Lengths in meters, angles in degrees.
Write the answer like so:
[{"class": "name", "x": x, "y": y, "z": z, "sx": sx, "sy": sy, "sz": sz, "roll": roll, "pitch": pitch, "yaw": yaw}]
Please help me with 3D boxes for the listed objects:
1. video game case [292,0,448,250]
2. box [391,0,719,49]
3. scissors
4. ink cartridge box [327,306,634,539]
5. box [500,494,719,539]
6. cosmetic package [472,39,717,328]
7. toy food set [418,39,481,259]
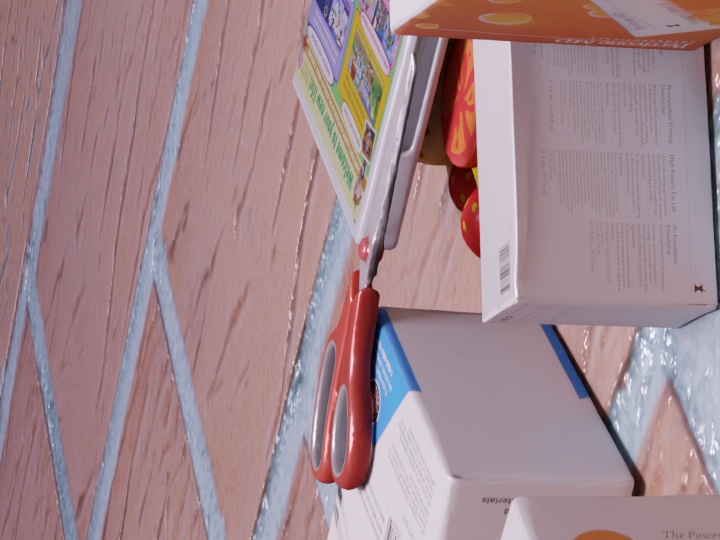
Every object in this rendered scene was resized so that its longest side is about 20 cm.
[{"class": "video game case", "x": 0.011, "y": -0.131, "z": 1.364, "sx": 0.200, "sy": 0.022, "sz": 0.182, "roll": -112, "pitch": 33, "yaw": -63}, {"class": "box", "x": 0.095, "y": -0.144, "z": 1.024, "sx": 0.200, "sy": 0.124, "sz": 0.098, "roll": 156, "pitch": 114, "yaw": -73}, {"class": "scissors", "x": 0.000, "y": 0.000, "z": 1.281, "sx": 0.073, "sy": 0.014, "sz": 0.200, "roll": -131, "pitch": 47, "yaw": -73}, {"class": "ink cartridge box", "x": 0.041, "y": 0.137, "z": 1.280, "sx": 0.146, "sy": 0.084, "sz": 0.200, "roll": -114, "pitch": 31, "yaw": -59}, {"class": "box", "x": 0.116, "y": 0.174, "z": 0.934, "sx": 0.200, "sy": 0.124, "sz": 0.098, "roll": -104, "pitch": 22, "yaw": -47}, {"class": "cosmetic package", "x": 0.088, "y": -0.080, "z": 1.153, "sx": 0.051, "sy": 0.082, "sz": 0.200, "roll": 138, "pitch": 133, "yaw": -72}, {"class": "toy food set", "x": 0.059, "y": -0.102, "z": 1.317, "sx": 0.200, "sy": 0.049, "sz": 0.198, "roll": -104, "pitch": 23, "yaw": -46}]
